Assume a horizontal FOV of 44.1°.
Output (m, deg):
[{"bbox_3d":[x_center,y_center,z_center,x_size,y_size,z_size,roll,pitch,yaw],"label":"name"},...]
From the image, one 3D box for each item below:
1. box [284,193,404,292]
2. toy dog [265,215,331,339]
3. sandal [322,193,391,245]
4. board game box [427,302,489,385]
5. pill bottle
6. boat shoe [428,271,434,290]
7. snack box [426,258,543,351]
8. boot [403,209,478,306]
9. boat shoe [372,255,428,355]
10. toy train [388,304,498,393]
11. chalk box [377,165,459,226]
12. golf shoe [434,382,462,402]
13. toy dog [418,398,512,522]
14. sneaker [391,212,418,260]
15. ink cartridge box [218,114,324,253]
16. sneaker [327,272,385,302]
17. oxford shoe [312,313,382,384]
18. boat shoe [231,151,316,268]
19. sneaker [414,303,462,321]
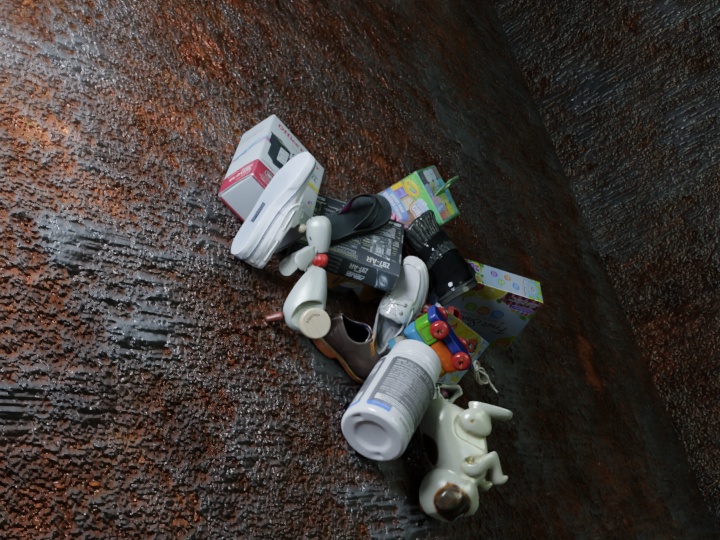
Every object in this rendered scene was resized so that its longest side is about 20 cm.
[{"bbox_3d":[-0.024,-0.055,1.594,0.199,0.044,0.160,18,38,-8],"label":"box"},{"bbox_3d":[-0.100,0.017,1.419,0.096,0.132,0.201,5,66,-17],"label":"toy dog"},{"bbox_3d":[-0.005,-0.099,1.578,0.075,0.048,0.200,38,41,19],"label":"sandal"},{"bbox_3d":[0.157,0.154,1.706,0.034,0.135,0.200,42,4,38],"label":"board game box"},{"bbox_3d":[0.058,0.210,1.477,0.114,0.114,0.200,54,40,-14],"label":"pill bottle"},{"bbox_3d":[0.202,0.070,1.956,0.201,0.072,0.068,65,24,2],"label":"boat shoe"},{"bbox_3d":[0.250,0.072,1.850,0.199,0.169,0.068,18,42,-14],"label":"snack box"},{"bbox_3d":[0.141,-0.025,1.652,0.158,0.079,0.211,54,11,-6],"label":"boot"},{"bbox_3d":[0.066,0.071,1.604,0.071,0.201,0.069,26,25,23],"label":"boat shoe"},{"bbox_3d":[0.146,0.172,1.591,0.200,0.116,0.085,55,14,-13],"label":"toy train"},{"bbox_3d":[0.122,-0.137,1.867,0.124,0.200,0.124,62,28,0],"label":"chalk box"},{"bbox_3d":[0.109,0.231,1.621,0.200,0.088,0.077,0,67,-59],"label":"golf shoe"},{"bbox_3d":[0.162,0.328,1.523,0.193,0.139,0.201,21,65,-23],"label":"toy dog"},{"bbox_3d":[0.095,-0.047,1.761,0.200,0.079,0.096,19,35,-32],"label":"sneaker"},{"bbox_3d":[-0.149,-0.153,1.534,0.146,0.083,0.200,46,31,-26],"label":"ink cartridge box"},{"bbox_3d":[0.000,0.000,1.663,0.200,0.075,0.088,25,39,-54],"label":"sneaker"},{"bbox_3d":[0.002,0.138,1.531,0.200,0.073,0.071,38,34,-40],"label":"oxford shoe"},{"bbox_3d":[-0.125,-0.094,1.411,0.065,0.200,0.074,33,9,-31],"label":"boat shoe"},{"bbox_3d":[0.131,0.083,1.777,0.202,0.108,0.067,51,28,-19],"label":"sneaker"}]
